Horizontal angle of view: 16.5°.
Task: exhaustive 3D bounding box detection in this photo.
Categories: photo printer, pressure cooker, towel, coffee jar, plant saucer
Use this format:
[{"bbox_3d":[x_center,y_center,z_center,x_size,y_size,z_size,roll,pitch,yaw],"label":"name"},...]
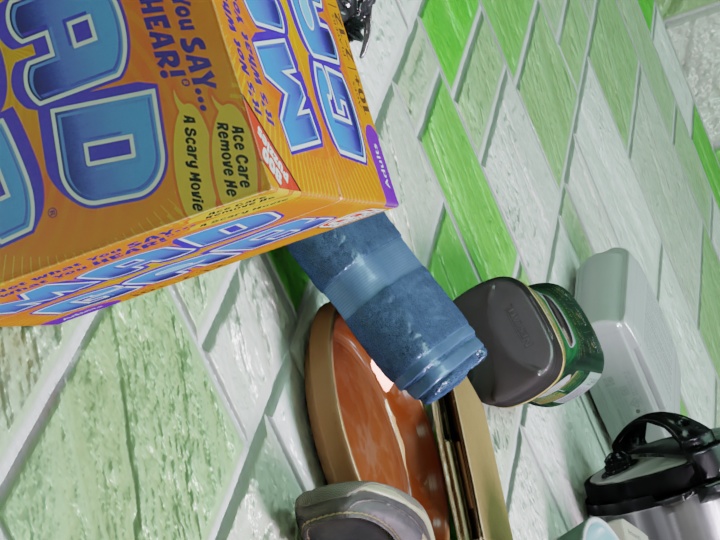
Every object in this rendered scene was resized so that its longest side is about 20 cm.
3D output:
[{"bbox_3d":[0.268,0.078,2.501,0.200,0.069,0.167,-74,142,-63],"label":"photo printer"},{"bbox_3d":[0.298,0.224,2.258,0.179,0.176,0.200,-24,94,-63],"label":"pressure cooker"},{"bbox_3d":[0.000,0.000,1.665,0.200,0.049,0.112,53,20,5],"label":"towel"},{"bbox_3d":[0.133,0.060,2.049,0.104,0.085,0.200,61,14,12],"label":"coffee jar"},{"bbox_3d":[0.009,0.116,1.692,0.200,0.032,0.201,-18,90,-73],"label":"plant saucer"}]

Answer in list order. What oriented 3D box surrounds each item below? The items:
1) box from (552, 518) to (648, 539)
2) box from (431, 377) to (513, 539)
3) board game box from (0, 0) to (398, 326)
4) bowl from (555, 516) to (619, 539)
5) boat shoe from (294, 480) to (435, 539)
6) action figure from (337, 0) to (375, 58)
[{"bbox_3d":[0.223,0.318,2.101,0.082,0.068,0.200,36,39,-61],"label":"box"},{"bbox_3d":[0.084,0.149,1.857,0.200,0.021,0.164,57,20,-67],"label":"box"},{"bbox_3d":[-0.126,-0.097,1.187,0.200,0.200,0.200,2,70,-72],"label":"board game box"},{"bbox_3d":[0.150,0.288,1.808,0.201,0.105,0.201,-17,90,-74],"label":"bowl"},{"bbox_3d":[0.019,0.198,1.566,0.200,0.074,0.073,50,27,-49],"label":"boat shoe"},{"bbox_3d":[-0.019,-0.251,1.881,0.200,0.102,0.119,53,13,-44],"label":"action figure"}]
